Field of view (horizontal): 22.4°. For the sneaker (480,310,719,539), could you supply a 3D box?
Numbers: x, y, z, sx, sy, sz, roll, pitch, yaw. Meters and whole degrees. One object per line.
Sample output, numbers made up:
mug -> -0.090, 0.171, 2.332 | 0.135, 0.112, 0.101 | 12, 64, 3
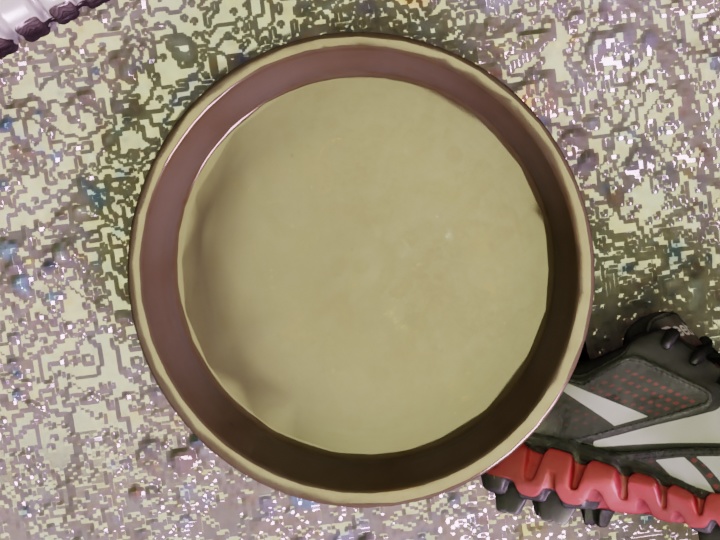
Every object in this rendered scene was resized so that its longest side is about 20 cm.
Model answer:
sneaker -> 0.149, 0.068, 0.763 | 0.199, 0.071, 0.099 | 8, 85, 28

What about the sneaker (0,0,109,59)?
sneaker -> -0.162, -0.146, 0.738 | 0.199, 0.076, 0.116 | -28, 97, -7

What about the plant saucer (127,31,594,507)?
plant saucer -> 0.000, 0.000, 0.775 | 0.199, 0.029, 0.201 | 1, 95, 7
